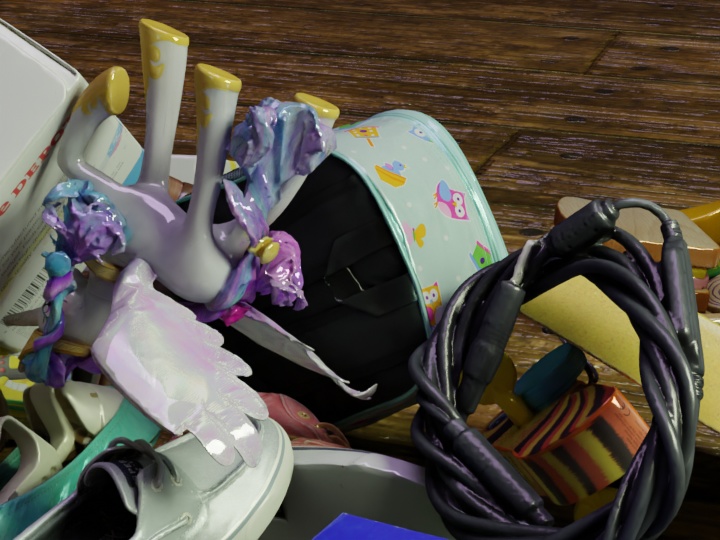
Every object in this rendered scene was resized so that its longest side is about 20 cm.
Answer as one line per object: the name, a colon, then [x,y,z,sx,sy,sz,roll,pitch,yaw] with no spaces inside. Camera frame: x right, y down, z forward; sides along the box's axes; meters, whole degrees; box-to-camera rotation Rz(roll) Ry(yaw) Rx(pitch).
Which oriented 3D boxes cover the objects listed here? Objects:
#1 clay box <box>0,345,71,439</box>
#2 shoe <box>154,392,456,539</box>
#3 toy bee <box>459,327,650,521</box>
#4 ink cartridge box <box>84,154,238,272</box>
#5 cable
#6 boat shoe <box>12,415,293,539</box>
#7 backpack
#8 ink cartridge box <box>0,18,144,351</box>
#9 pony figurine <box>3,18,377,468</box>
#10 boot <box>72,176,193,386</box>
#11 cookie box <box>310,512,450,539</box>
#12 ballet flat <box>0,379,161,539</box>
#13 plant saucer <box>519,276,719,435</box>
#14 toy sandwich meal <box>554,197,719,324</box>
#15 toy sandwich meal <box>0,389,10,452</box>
clay box: [-0.277,0.037,1.065,0.200,0.048,0.115,9,49,-14]
shoe: [-0.022,0.111,0.952,0.200,0.072,0.091,3,25,21]
toy bee: [0.102,0.101,0.957,0.131,0.109,0.200,49,3,15]
ink cartridge box: [-0.156,-0.040,1.258,0.145,0.084,0.200,1,1,10]
cable: [0.092,0.063,0.842,0.163,0.051,0.200,-20,53,28]
boat shoe: [-0.110,0.123,0.844,0.070,0.072,0.201,20,47,38]
backpack: [0.000,0.000,1.022,0.153,0.176,0.200,-20,-4,-34]
ink cartridge box: [-0.205,-0.046,0.963,0.085,0.145,0.200,35,-6,9]
pony figurine: [-0.086,-0.004,0.881,0.193,0.200,0.166,27,15,22]
boot: [-0.073,0.049,1.123,0.200,0.187,0.064,24,-15,-19]
cookie box: [0.039,0.188,0.736,0.200,0.075,0.171,11,23,27]
ballet flat: [-0.167,0.099,0.937,0.067,0.071,0.200,-7,24,28]
plant saucer: [0.201,0.059,0.950,0.200,0.049,0.200,33,6,37]
toy sandwich meal: [0.233,-0.013,1.275,0.205,0.070,0.205,0,20,0]
toy sandwich meal: [-0.293,0.076,0.946,0.205,0.205,0.070,5,52,12]
